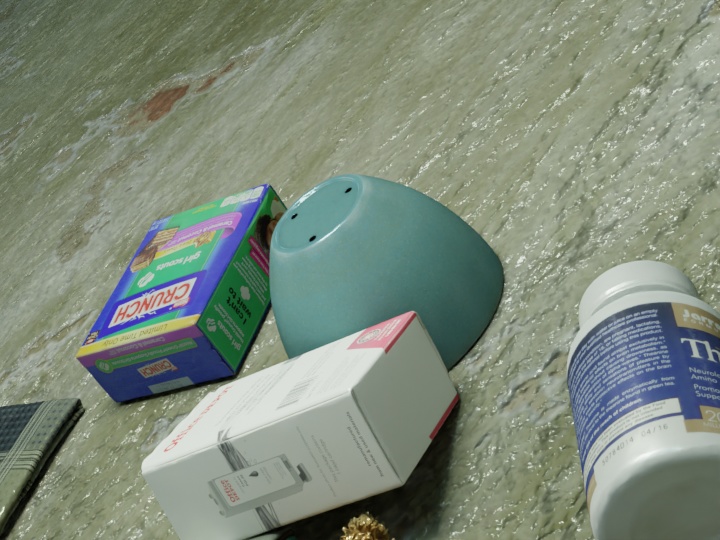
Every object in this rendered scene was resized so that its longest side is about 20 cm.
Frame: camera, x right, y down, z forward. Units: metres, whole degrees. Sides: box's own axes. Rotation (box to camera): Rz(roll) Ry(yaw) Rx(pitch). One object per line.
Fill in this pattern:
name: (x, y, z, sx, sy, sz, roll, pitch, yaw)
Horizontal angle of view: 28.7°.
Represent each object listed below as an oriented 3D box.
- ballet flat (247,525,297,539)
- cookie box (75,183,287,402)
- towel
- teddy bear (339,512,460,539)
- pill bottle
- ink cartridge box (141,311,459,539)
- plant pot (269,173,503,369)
ballet flat: (-0.126, 0.253, 1.014, 0.063, 0.068, 0.200, 31, 69, 17)
cookie box: (-0.167, 0.023, 1.404, 0.170, 0.075, 0.201, -15, 37, 35)
towel: (-0.388, 0.215, 1.438, 0.191, 0.035, 0.201, -10, 37, 38)
teddy bear: (-0.010, 0.219, 0.939, 0.199, 0.067, 0.145, 0, 44, 49)
pill bottle: (0.185, 0.084, 0.860, 0.110, 0.111, 0.201, -28, 30, 19)
ink cartridge box: (-0.044, 0.122, 1.066, 0.199, 0.083, 0.147, -23, 12, 28)
plant pot: (0.000, 0.000, 1.177, 0.199, 0.135, 0.201, -29, 29, 18)
